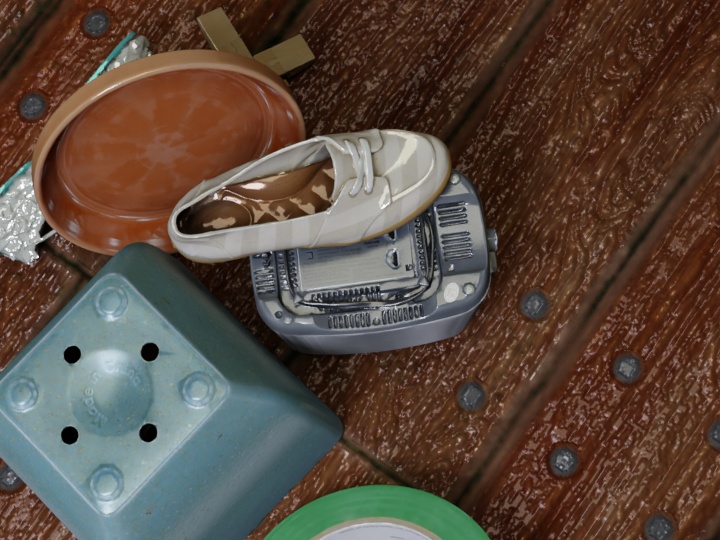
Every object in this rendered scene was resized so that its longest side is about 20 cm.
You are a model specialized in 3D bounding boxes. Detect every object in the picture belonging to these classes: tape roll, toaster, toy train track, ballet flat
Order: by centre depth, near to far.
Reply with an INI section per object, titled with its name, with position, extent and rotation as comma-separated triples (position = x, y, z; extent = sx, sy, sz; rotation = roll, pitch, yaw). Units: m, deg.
[tape roll]
position = 0.009, 0.246, 1.083
extent = 0.198, 0.048, 0.202
rotation = -6, 54, 9
[toaster]
position = 0.000, 0.000, 1.138
extent = 0.198, 0.129, 0.115
rotation = -9, 76, 2
[toy train track]
position = -0.124, -0.125, 1.201
extent = 0.199, 0.033, 0.115
rotation = -28, 82, -25
[ballet flat]
position = -0.213, -0.087, 1.213
extent = 0.072, 0.072, 0.200
rotation = 40, 89, 12

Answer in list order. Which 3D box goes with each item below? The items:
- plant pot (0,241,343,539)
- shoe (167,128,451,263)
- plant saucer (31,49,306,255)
[plant pot]
position = -0.152, 0.099, 1.091
extent = 0.196, 0.200, 0.196
rotation = 43, 84, 13
[shoe]
position = -0.034, -0.049, 1.057
extent = 0.198, 0.053, 0.071
rotation = -17, 76, 0
[plant saucer]
position = -0.137, -0.085, 1.138
extent = 0.198, 0.201, 0.033
rotation = -21, 55, -1
